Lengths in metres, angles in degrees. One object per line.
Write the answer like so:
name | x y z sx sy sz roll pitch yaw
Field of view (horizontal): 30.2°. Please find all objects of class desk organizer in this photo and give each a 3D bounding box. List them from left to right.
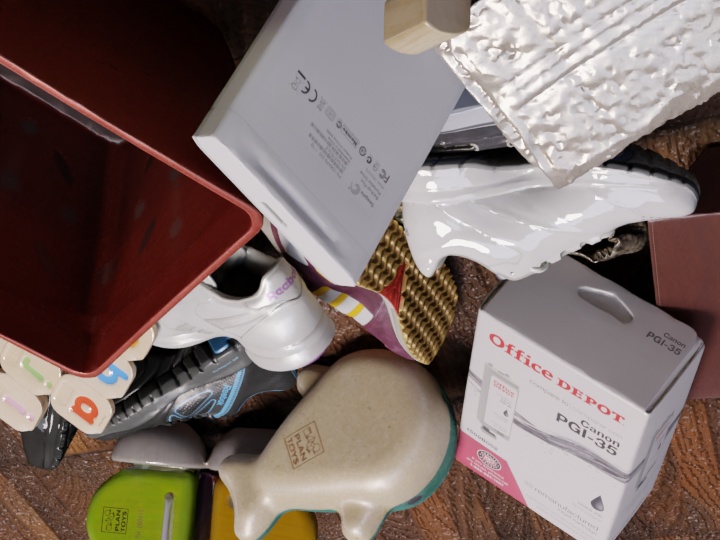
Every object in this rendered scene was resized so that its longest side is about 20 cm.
desk organizer | 0.249 0.006 0.950 0.077 0.072 0.200 -5 136 14

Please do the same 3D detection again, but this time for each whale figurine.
whale figurine | -0.014 0.151 1.073 0.199 0.160 0.104 -30 147 13

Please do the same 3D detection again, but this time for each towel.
towel | 0.150 -0.140 0.751 0.200 0.035 0.133 -31 114 29

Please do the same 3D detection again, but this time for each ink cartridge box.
ink cartridge box | 0.156 0.098 0.996 0.146 0.083 0.200 32 146 23

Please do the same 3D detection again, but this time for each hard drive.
hard drive | -0.001 -0.111 0.764 0.027 0.201 0.132 4 147 46

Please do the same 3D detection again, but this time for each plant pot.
plant pot | -0.182 -0.088 0.812 0.199 0.177 0.200 31 132 -25

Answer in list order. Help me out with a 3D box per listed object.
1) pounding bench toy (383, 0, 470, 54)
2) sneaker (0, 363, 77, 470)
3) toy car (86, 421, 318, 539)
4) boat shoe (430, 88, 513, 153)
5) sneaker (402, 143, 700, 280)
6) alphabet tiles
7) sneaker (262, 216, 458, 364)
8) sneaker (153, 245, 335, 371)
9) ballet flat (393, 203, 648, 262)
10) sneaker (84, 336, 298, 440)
pounding bench toy | -0.002 -0.223 0.659 0.200 0.157 0.124 36 161 -29
sneaker | -0.266 0.080 1.083 0.090 0.076 0.201 13 127 1
toy car | -0.136 0.224 1.173 0.199 0.176 0.150 4 173 0
boat shoe | 0.112 -0.107 0.851 0.199 0.070 0.066 -8 153 9
sneaker | 0.121 -0.039 0.876 0.199 0.075 0.088 -1 105 17
alphabet tiles | -0.248 0.026 0.992 0.195 0.015 0.200 36 119 4
sneaker | 0.000 0.000 0.975 0.090 0.075 0.200 16 158 35
sneaker | -0.109 0.009 0.959 0.199 0.075 0.100 7 138 36
ballet flat | 0.105 -0.039 0.932 0.199 0.047 0.068 11 136 -6
sneaker | -0.142 0.101 1.082 0.199 0.073 0.082 -25 130 28
